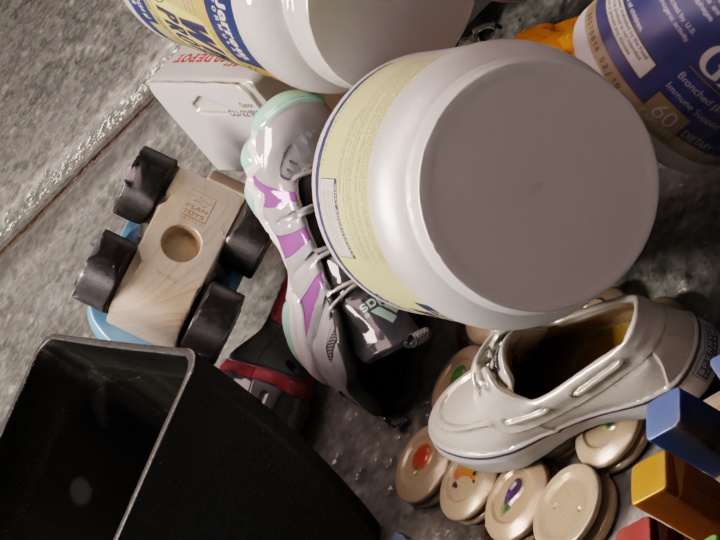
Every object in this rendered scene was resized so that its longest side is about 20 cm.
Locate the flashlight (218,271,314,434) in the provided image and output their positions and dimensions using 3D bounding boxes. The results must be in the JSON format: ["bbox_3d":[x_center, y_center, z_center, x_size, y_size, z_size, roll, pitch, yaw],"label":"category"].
[{"bbox_3d":[-0.038,0.013,1.613,0.068,0.068,0.200,-1,64,56],"label":"flashlight"}]

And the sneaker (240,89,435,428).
[{"bbox_3d":[0.000,0.000,1.483,0.078,0.200,0.140,-25,34,-15],"label":"sneaker"}]

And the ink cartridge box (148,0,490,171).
[{"bbox_3d":[-0.020,-0.156,1.655,0.200,0.084,0.144,-46,24,-20],"label":"ink cartridge box"}]

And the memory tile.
[{"bbox_3d":[0.095,0.074,1.402,0.200,0.017,0.154,12,75,60],"label":"memory tile"}]

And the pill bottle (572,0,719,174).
[{"bbox_3d":[0.214,-0.148,1.315,0.200,0.111,0.111,-41,34,32],"label":"pill bottle"}]

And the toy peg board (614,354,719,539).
[{"bbox_3d":[0.194,0.092,1.147,0.200,0.098,0.199,-35,38,38],"label":"toy peg board"}]

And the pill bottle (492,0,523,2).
[{"bbox_3d":[0.048,-0.257,1.550,0.200,0.116,0.116,41,101,33],"label":"pill bottle"}]

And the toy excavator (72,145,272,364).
[{"bbox_3d":[-0.115,-0.009,1.667,0.200,0.100,0.195,117,178,-64],"label":"toy excavator"}]

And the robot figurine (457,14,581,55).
[{"bbox_3d":[0.086,-0.081,1.513,0.200,0.058,0.145,-17,50,50],"label":"robot figurine"}]

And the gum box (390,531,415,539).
[{"bbox_3d":[0.034,0.247,1.315,0.170,0.045,0.200,-61,30,0],"label":"gum box"}]

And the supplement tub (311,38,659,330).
[{"bbox_3d":[0.063,-0.044,1.320,0.145,0.145,0.200,-63,13,-4],"label":"supplement tub"}]

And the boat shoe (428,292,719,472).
[{"bbox_3d":[0.093,0.053,1.334,0.200,0.070,0.071,-18,49,49],"label":"boat shoe"}]

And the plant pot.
[{"bbox_3d":[-0.111,0.168,1.477,0.199,0.177,0.200,3,66,59],"label":"plant pot"}]

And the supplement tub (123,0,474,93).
[{"bbox_3d":[-0.040,-0.183,1.485,0.200,0.144,0.145,24,85,49],"label":"supplement tub"}]
